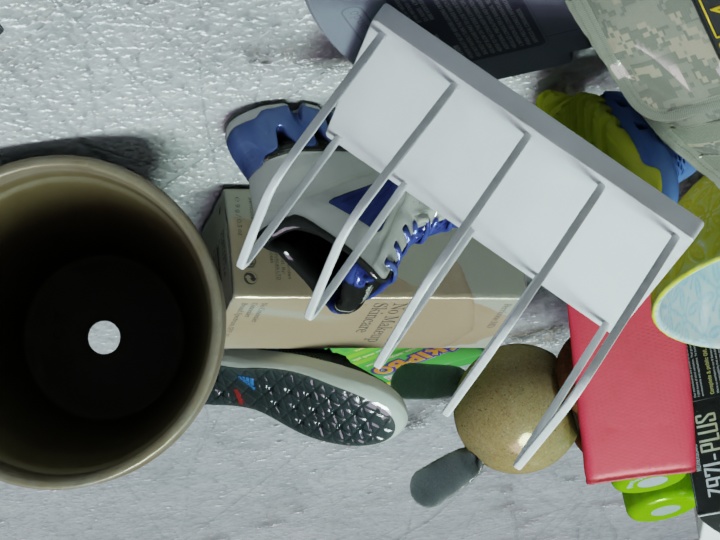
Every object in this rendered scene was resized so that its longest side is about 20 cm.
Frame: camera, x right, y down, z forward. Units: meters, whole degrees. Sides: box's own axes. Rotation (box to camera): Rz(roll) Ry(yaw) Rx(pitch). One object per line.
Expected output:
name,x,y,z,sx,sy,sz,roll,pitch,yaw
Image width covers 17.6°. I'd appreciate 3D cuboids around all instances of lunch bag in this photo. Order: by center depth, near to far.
lunch bag,0.214,-0.137,1.199,0.163,0.118,0.200,-18,150,28

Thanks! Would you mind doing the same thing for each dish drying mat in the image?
dish drying mat,0.176,0.040,1.541,0.076,0.201,0.018,-7,-169,0

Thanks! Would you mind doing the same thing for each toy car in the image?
toy car,0.126,0.103,1.680,0.199,0.165,0.158,-15,157,9

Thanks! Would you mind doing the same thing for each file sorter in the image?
file sorter,0.049,-0.012,1.227,0.200,0.125,0.139,35,155,4

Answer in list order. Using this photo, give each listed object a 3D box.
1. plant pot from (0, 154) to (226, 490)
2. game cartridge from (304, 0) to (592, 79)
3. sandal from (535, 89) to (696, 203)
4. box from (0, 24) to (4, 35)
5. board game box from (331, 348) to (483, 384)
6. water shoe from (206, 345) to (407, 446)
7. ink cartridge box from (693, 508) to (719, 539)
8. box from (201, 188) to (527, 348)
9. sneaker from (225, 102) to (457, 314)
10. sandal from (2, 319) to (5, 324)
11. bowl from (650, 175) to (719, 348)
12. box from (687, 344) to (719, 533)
plant pot,-0.173,0.036,1.458,0.199,0.201,0.174,-8,175,4
game cartridge,0.041,-0.152,1.218,0.133,0.042,0.200,-8,159,16
sandal,0.154,-0.068,1.322,0.087,0.080,0.200,-1,-165,-6
box,-0.289,-0.092,1.126,0.200,0.049,0.161,-44,154,2
board game box,0.017,0.040,1.699,0.095,0.030,0.200,-14,154,21
water shoe,-0.052,0.057,1.585,0.199,0.079,0.072,14,139,22
ink cartridge box,0.301,0.109,1.715,0.125,0.201,0.129,-8,158,3
box,0.000,0.000,1.524,0.199,0.078,0.095,0,157,-15
sneaker,0.015,-0.029,1.407,0.198,0.116,0.081,4,157,-23
sandal,-0.265,0.026,1.524,0.057,0.080,0.201,-26,153,16
bowl,0.276,-0.034,1.477,0.199,0.108,0.200,-5,159,-2
box,0.299,0.064,1.595,0.163,0.201,0.086,-13,163,16
